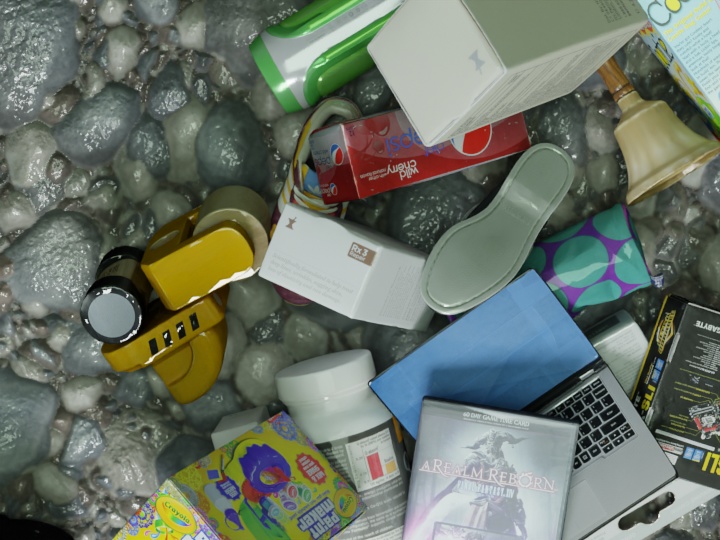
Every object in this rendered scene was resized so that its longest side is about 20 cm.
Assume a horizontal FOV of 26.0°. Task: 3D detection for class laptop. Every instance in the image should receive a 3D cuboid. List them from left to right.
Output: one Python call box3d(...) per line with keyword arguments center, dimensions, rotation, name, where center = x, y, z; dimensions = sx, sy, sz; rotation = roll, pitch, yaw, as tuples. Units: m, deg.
box3d(center=(0.145, 0.143, 1.401), dimensions=(0.187, 0.116, 0.201), rotation=(-35, 61, 9), name="laptop")

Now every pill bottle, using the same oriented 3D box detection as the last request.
box3d(center=(-0.011, 0.182, 1.462), dimensions=(0.116, 0.116, 0.201), rotation=(-13, 96, 2), name="pill bottle")

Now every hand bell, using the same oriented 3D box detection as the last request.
box3d(center=(0.241, -0.171, 1.450), dimensions=(0.104, 0.104, 0.201), rotation=(-31, 81, 4), name="hand bell")

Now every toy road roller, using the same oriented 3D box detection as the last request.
box3d(center=(-0.153, 0.029, 1.451), dimensions=(0.199, 0.123, 0.146), rotation=(-30, 107, 9), name="toy road roller")

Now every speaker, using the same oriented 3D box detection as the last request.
box3d(center=(0.000, -0.226, 1.434), dimensions=(0.199, 0.088, 0.089), rotation=(-30, 95, 4), name="speaker")

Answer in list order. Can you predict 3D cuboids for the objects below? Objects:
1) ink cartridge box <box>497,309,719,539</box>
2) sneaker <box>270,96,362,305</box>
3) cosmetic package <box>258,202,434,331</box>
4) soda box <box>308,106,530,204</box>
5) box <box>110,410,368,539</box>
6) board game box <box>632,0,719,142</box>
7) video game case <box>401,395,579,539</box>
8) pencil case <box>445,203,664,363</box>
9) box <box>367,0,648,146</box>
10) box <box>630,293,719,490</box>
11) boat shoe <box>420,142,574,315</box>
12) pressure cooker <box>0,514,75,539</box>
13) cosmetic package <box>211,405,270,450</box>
box3d(center=(0.233, 0.162, 1.499), dimensions=(0.162, 0.057, 0.201), rotation=(-30, 109, 4), name="ink cartridge box")
box3d(center=(-0.045, -0.064, 1.450), dimensions=(0.074, 0.090, 0.201), rotation=(11, 95, 0), name="sneaker")
box3d(center=(0.000, 0.000, 1.390), dimensions=(0.101, 0.200, 0.074), rotation=(24, 95, 23), name="cosmetic package")
box3d(center=(0.055, -0.116, 1.408), dimensions=(0.199, 0.063, 0.070), rotation=(-17, 97, -31), name="soda box")
box3d(center=(-0.128, 0.250, 1.345), dimensions=(0.122, 0.200, 0.193), rotation=(48, 116, 9), name="box")
box3d(center=(0.339, -0.197, 1.422), dimensions=(0.105, 0.103, 0.200), rotation=(-37, 94, 5), name="board game box")
box3d(center=(0.111, 0.222, 1.399), dimensions=(0.142, 0.019, 0.201), rotation=(9, 96, 7), name="video game case")
box3d(center=(0.175, 0.018, 1.458), dimensions=(0.199, 0.085, 0.093), rotation=(-26, 139, 4), name="pencil case")
box3d(center=(0.128, -0.206, 1.356), dimensions=(0.199, 0.128, 0.109), rotation=(-23, 78, -40), name="box")
box3d(center=(0.354, 0.126, 1.460), dimensions=(0.199, 0.049, 0.161), rotation=(16, 97, -16), name="box")
box3d(center=(0.124, -0.029, 1.419), dimensions=(0.076, 0.060, 0.200), rotation=(43, 70, 9), name="boat shoe")
box3d(center=(-0.353, 0.343, 1.457), dimensions=(0.178, 0.176, 0.201), rotation=(8, 97, -3), name="pressure cooker")
box3d(center=(-0.090, 0.237, 1.487), dimensions=(0.050, 0.083, 0.201), rotation=(-15, 95, 2), name="cosmetic package")
